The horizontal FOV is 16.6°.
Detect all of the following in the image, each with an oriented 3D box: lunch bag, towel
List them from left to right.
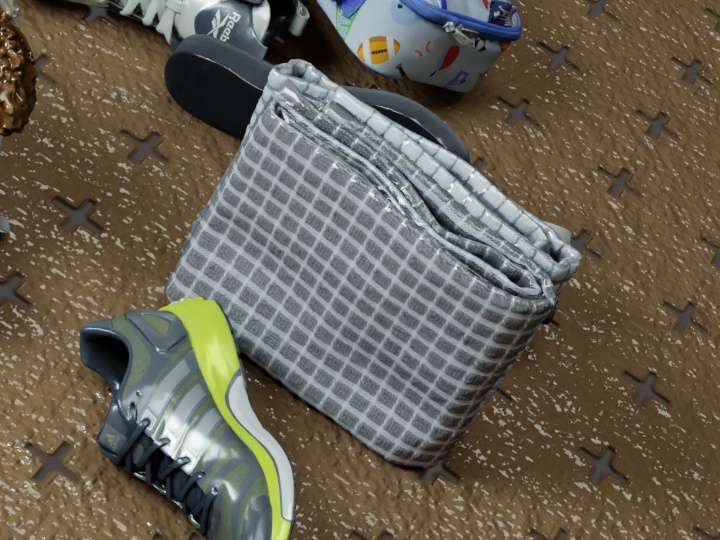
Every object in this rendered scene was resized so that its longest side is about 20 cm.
[{"bbox_3d":[0.000,0.000,1.363,0.199,0.166,0.086,36,46,5],"label":"towel"},{"bbox_3d":[0.013,-0.205,1.612,0.160,0.076,0.200,9,41,-56],"label":"lunch bag"}]

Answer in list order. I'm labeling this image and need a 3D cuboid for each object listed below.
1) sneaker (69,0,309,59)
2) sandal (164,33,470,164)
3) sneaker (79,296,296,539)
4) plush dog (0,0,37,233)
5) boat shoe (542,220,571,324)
[{"bbox_3d":[-0.116,-0.171,1.526,0.198,0.080,0.130,0,40,-45],"label":"sneaker"},{"bbox_3d":[-0.030,-0.080,1.483,0.199,0.076,0.043,19,52,16],"label":"sandal"},{"bbox_3d":[-0.093,0.097,1.287,0.080,0.074,0.201,-3,43,-26],"label":"sneaker"},{"bbox_3d":[-0.236,-0.105,1.310,0.200,0.172,0.160,40,40,11],"label":"plush dog"},{"bbox_3d":[0.027,-0.012,1.470,0.199,0.074,0.061,11,81,-13],"label":"boat shoe"}]
